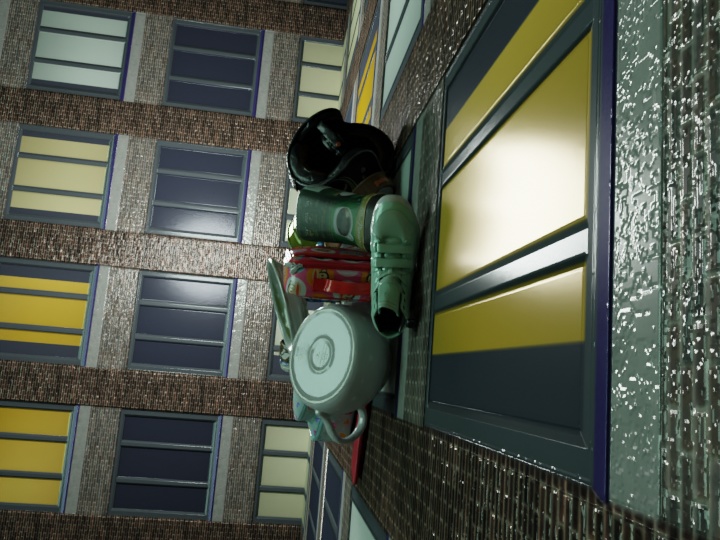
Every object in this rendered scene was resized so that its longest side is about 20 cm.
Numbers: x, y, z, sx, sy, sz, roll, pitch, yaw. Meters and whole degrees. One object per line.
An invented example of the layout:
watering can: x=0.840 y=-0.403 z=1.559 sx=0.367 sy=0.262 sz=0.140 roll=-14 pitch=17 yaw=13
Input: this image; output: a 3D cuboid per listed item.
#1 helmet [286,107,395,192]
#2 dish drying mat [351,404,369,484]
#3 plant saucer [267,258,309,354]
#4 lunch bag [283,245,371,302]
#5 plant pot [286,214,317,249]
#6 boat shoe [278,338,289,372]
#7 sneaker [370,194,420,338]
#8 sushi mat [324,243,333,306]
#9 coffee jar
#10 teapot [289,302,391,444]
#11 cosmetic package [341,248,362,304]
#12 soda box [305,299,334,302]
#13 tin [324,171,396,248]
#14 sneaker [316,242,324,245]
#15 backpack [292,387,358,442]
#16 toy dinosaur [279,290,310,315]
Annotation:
helmet: x=-0.034 y=-0.211 z=1.307 sx=0.191 sy=0.200 sz=0.200 roll=21 pitch=-108 yaw=-60
dish drying mat: x=0.001 y=0.333 z=1.348 sx=0.077 sy=0.018 sz=0.200 roll=-105 pitch=21 yaw=-74
plant saucer: x=-0.139 y=0.069 z=1.310 sx=0.200 sy=0.050 sz=0.201 roll=167 pitch=90 yaw=-76
lunch bag: x=-0.030 y=0.011 z=1.095 sx=0.176 sy=0.200 sz=0.082 roll=-133 pitch=47 yaw=-77
plant pot: x=-0.064 y=-0.132 z=1.640 sx=0.193 sy=0.200 sz=0.201 roll=121 pitch=157 yaw=-48
boat shoe: x=-0.086 y=0.170 z=1.354 sx=0.072 sy=0.200 sz=0.073 roll=-44 pitch=-55 yaw=-62
sneaker: x=0.050 y=-0.001 z=0.942 sx=0.118 sy=0.074 sz=0.201 roll=-83 pitch=-8 yaw=-64
sushi mat: x=-0.065 y=0.027 z=1.413 sx=0.096 sy=0.012 sz=0.200 roll=-167 pitch=77 yaw=-75
coffee jar: x=-0.017 y=-0.090 z=1.145 sx=0.085 sy=0.200 sz=0.105 roll=-13 pitch=-69 yaw=-50
teapot: x=-0.017 y=0.161 z=1.127 sx=0.200 sy=0.146 sz=0.198 roll=-47 pitch=47 yaw=22
cosmetic package: x=0.005 y=0.060 z=1.246 sx=0.108 sy=0.085 sz=0.200 roll=-144 pitch=59 yaw=-87
soda box: x=-0.094 y=0.025 z=1.359 sx=0.200 sy=0.068 sz=0.064 roll=-170 pitch=82 yaw=-75
tin: x=-0.001 y=-0.104 z=1.264 sx=0.042 sy=0.112 sz=0.200 roll=49 pitch=134 yaw=19
sneaker: x=-0.048 y=-0.021 z=1.597 sx=0.087 sy=0.075 sz=0.200 roll=-58 pitch=-37 yaw=-32
backpack: x=-0.073 y=0.280 z=1.458 sx=0.176 sy=0.153 sz=0.200 roll=-126 pitch=38 yaw=-69
toy dinosaur: x=-0.113 y=0.126 z=1.424 sx=0.047 sy=0.200 sz=0.088 roll=-45 pitch=-2 yaw=-43
